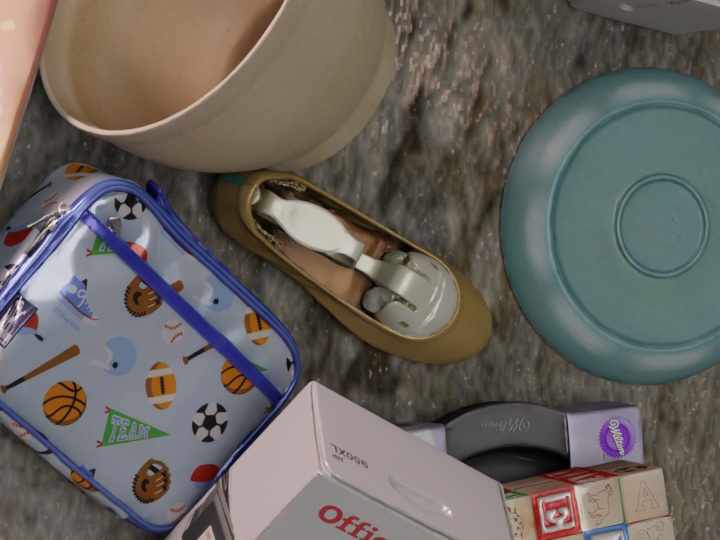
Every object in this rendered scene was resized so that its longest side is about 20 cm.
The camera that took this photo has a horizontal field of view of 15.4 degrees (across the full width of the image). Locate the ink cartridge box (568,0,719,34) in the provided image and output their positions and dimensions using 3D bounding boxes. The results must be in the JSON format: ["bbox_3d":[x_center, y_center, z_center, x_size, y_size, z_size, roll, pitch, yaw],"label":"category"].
[{"bbox_3d":[0.208,-0.250,1.615,0.083,0.146,0.200,15,86,-18],"label":"ink cartridge box"}]

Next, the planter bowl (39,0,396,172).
[{"bbox_3d":[-0.064,-0.136,1.513,0.135,0.200,0.201,35,79,-42],"label":"planter bowl"}]

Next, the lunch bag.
[{"bbox_3d":[-0.136,0.040,1.515,0.160,0.076,0.200,-49,122,-9],"label":"lunch bag"}]

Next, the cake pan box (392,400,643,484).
[{"bbox_3d":[0.087,0.179,1.628,0.184,0.052,0.201,-4,92,-21],"label":"cake pan box"}]

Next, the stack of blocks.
[{"bbox_3d":[0.131,0.222,1.587,0.115,0.059,0.201,-9,94,-19],"label":"stack of blocks"}]

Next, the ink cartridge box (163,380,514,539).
[{"bbox_3d":[-0.028,0.179,1.509,0.144,0.084,0.200,29,118,-26],"label":"ink cartridge box"}]

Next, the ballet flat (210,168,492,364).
[{"bbox_3d":[0.000,0.000,1.589,0.200,0.063,0.069,29,82,-17],"label":"ballet flat"}]

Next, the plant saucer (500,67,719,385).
[{"bbox_3d":[0.184,-0.028,1.672,0.200,0.027,0.201,0,90,-18],"label":"plant saucer"}]

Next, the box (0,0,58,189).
[{"bbox_3d":[-0.265,-0.110,1.475,0.152,0.106,0.200,18,85,-18],"label":"box"}]
